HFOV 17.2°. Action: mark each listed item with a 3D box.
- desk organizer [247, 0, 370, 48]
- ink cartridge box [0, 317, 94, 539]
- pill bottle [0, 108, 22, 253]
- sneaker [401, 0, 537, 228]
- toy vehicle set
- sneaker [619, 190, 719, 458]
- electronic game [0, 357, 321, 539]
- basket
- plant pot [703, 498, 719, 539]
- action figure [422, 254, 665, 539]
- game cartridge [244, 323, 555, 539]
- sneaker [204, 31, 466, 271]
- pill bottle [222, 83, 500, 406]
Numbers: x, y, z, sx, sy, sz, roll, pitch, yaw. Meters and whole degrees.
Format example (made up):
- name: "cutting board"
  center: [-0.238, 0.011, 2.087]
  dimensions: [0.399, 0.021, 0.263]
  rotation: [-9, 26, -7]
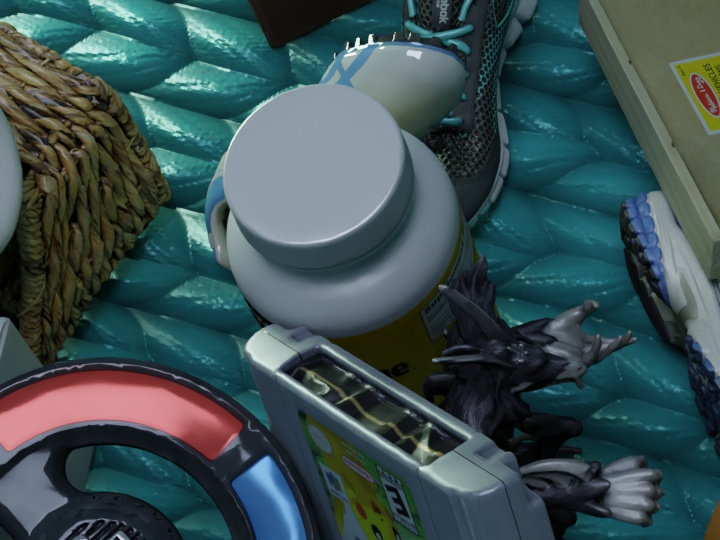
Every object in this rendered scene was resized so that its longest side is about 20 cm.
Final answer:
- name: "desk organizer"
  center: [0.017, -0.210, 1.322]
  dimensions: [0.199, 0.077, 0.072]
  rotation: [-26, 58, -1]
- name: "ink cartridge box"
  center: [-0.250, 0.086, 1.187]
  dimensions: [0.198, 0.145, 0.085]
  rotation: [3, 63, 15]
- name: "pill bottle"
  center: [-0.269, -0.033, 1.181]
  dimensions: [0.199, 0.114, 0.115]
  rotation: [-14, 53, 44]
- name: "sneaker"
  center: [0.043, -0.115, 1.254]
  dimensions: [0.077, 0.091, 0.201]
  rotation: [1, 62, 16]
- name: "toy vehicle set"
  center: [0.199, -0.086, 1.196]
  dimensions: [0.123, 0.027, 0.201]
  rotation: [-12, 47, -9]
- name: "sneaker"
  center: [0.196, 0.032, 1.145]
  dimensions: [0.085, 0.077, 0.201]
  rotation: [-21, 59, -2]
- name: "electronic game"
  center: [-0.114, 0.139, 1.061]
  dimensions: [0.198, 0.042, 0.202]
  rotation: [0, 82, -1]
- name: "basket"
  center: [-0.228, -0.052, 1.259]
  dimensions: [0.199, 0.143, 0.149]
  rotation: [26, 70, 26]
- name: "plant pot"
  center: [0.248, 0.152, 1.009]
  dimensions: [0.200, 0.201, 0.183]
  rotation: [-39, 43, -9]
- name: "action figure"
  center: [0.084, 0.068, 1.078]
  dimensions: [0.101, 0.200, 0.120]
  rotation: [-7, 60, 8]
- name: "game cartridge"
  center: [0.023, 0.110, 1.029]
  dimensions: [0.040, 0.134, 0.200]
  rotation: [-33, 30, -19]
- name: "sneaker"
  center: [-0.012, -0.057, 1.203]
  dimensions: [0.200, 0.071, 0.073]
  rotation: [-36, 44, 47]
- name: "pill bottle"
  center: [0.000, 0.000, 1.138]
  dimensions: [0.111, 0.200, 0.113]
  rotation: [-6, 60, 11]
